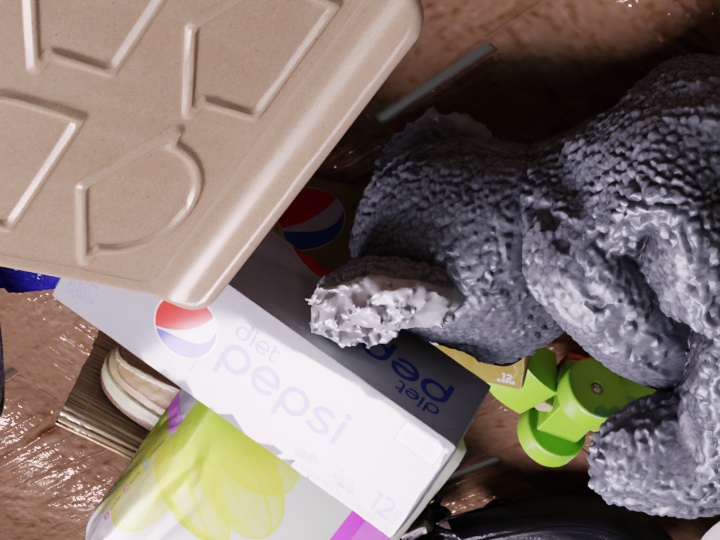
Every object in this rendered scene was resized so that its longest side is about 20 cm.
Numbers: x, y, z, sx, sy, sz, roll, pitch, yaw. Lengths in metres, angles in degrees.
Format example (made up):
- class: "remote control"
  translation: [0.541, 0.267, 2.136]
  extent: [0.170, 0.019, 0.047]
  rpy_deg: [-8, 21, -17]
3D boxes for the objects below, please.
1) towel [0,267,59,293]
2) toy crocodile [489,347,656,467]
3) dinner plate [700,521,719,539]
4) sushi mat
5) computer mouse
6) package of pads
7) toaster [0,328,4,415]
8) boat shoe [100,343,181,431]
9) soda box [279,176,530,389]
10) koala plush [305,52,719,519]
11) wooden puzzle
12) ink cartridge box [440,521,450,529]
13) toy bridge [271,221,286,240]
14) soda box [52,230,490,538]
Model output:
- class: "towel"
  translation: [-0.186, -0.062, 0.834]
  extent: [0.146, 0.050, 0.201]
  rpy_deg: [-1, 138, 27]
- class: "toy crocodile"
  translation: [0.158, 0.085, 0.866]
  extent: [0.198, 0.062, 0.068]
  rpy_deg: [21, 143, -10]
- class: "dinner plate"
  translation: [0.307, 0.192, 0.936]
  extent: [0.198, 0.024, 0.201]
  rpy_deg: [8, 147, 5]
- class: "sushi mat"
  translation: [-0.092, 0.109, 0.973]
  extent: [0.199, 0.096, 0.012]
  rpy_deg: [28, 123, -11]
- class: "computer mouse"
  translation: [0.115, 0.165, 0.961]
  extent: [0.198, 0.053, 0.138]
  rpy_deg: [9, 180, 6]
- class: "package of pads"
  translation: [-0.056, 0.131, 0.899]
  extent: [0.154, 0.068, 0.201]
  rpy_deg: [34, 101, -12]
- class: "toaster"
  translation: [-0.281, 0.008, 0.879]
  extent: [0.112, 0.201, 0.130]
  rpy_deg: [-19, 135, -4]
- class: "boat shoe"
  translation: [-0.061, 0.075, 0.949]
  extent: [0.198, 0.072, 0.077]
  rpy_deg: [19, 127, -10]
- class: "soda box"
  translation: [0.000, 0.000, 0.817]
  extent: [0.198, 0.064, 0.068]
  rpy_deg: [11, 141, 10]
- class: "koala plush"
  translation: [0.083, -0.013, 0.690]
  extent: [0.198, 0.178, 0.185]
  rpy_deg: [5, 130, 19]
- class: "wooden puzzle"
  translation: [-0.100, -0.076, 0.590]
  extent: [0.199, 0.047, 0.186]
  rpy_deg: [17, 124, -39]
- class: "ink cartridge box"
  translation: [-0.002, 0.223, 1.082]
  extent: [0.199, 0.085, 0.145]
  rpy_deg: [31, 142, -15]
- class: "toy bridge"
  translation: [-0.077, -0.017, 0.769]
  extent: [0.067, 0.027, 0.200]
  rpy_deg: [-39, 98, 24]
- class: "soda box"
  translation: [-0.041, 0.033, 0.717]
  extent: [0.199, 0.068, 0.064]
  rpy_deg: [35, 118, 5]
